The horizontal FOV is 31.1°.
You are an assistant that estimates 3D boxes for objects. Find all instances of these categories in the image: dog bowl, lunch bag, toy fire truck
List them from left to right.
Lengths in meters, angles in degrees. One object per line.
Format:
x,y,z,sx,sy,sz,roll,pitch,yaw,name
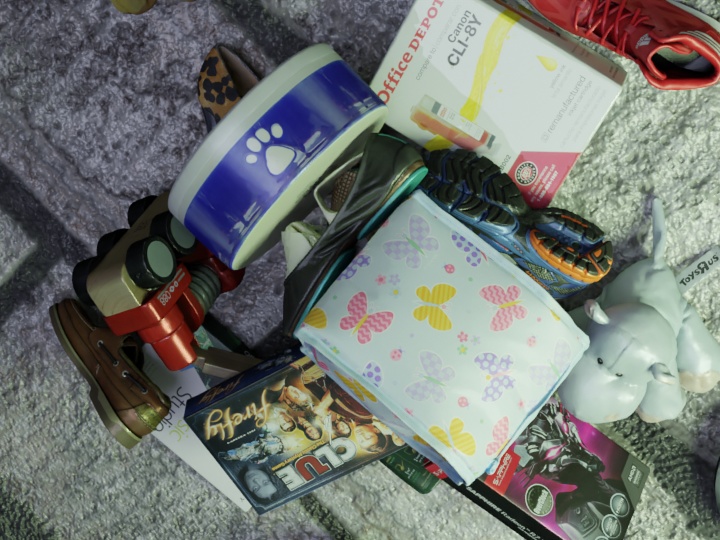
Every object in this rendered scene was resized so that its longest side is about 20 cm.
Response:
-0.153,0.028,1.268,0.128,0.176,0.200,-17,115,30,toy fire truck
-0.070,-0.097,1.122,0.079,0.200,0.200,44,113,5,dog bowl
0.070,0.063,1.104,0.200,0.127,0.170,38,81,10,lunch bag

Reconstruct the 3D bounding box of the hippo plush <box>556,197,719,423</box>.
0.259,0.075,1.171,0.159,0.161,0.200,39,113,1,hippo plush

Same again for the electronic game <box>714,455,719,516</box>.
0.438,0.204,1.226,0.199,0.042,0.201,3,113,8,electronic game

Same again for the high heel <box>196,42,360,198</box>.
-0.067,-0.145,1.240,0.199,0.071,0.143,6,115,24,high heel

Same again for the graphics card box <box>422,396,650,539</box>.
0.171,0.189,1.237,0.200,0.126,0.051,37,147,-8,graphics card box

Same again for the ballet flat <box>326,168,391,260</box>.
0.000,0.000,1.202,0.070,0.065,0.201,17,138,32,ballet flat

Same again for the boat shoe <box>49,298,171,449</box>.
-0.257,0.094,1.350,0.068,0.072,0.200,-38,59,0,boat shoe

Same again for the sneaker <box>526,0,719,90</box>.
0.228,-0.217,1.111,0.199,0.116,0.079,22,111,7,sneaker

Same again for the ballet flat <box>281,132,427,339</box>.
-0.022,-0.035,1.127,0.068,0.068,0.200,39,101,10,ballet flat

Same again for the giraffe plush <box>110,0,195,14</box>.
-0.232,-0.347,1.193,0.162,0.200,0.173,43,121,31,giraffe plush

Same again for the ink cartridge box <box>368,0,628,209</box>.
0.119,-0.165,1.177,0.200,0.083,0.145,32,114,4,ink cartridge box

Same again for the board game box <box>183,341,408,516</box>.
-0.047,0.138,1.225,0.199,0.035,0.136,-28,114,15,board game box

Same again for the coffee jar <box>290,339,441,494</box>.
0.015,0.128,1.299,0.200,0.085,0.104,35,121,2,coffee jar

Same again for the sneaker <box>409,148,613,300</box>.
0.121,-0.034,1.146,0.200,0.075,0.079,33,139,5,sneaker

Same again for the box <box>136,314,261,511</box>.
-0.154,0.143,1.380,0.200,0.036,0.144,39,113,0,box
